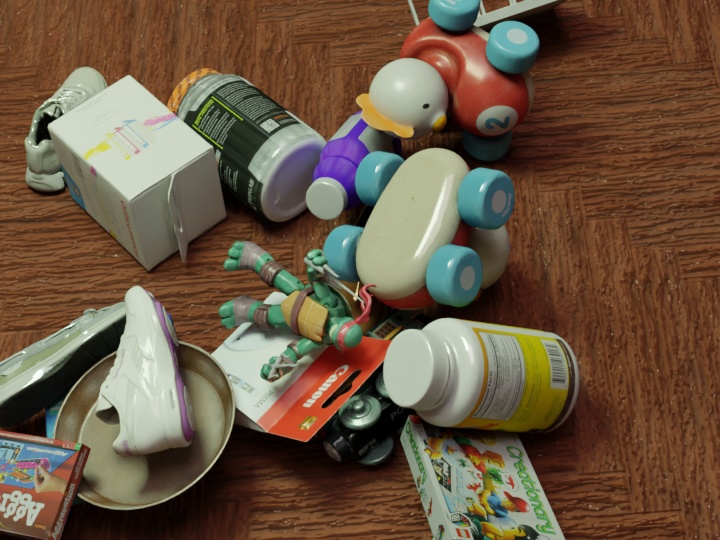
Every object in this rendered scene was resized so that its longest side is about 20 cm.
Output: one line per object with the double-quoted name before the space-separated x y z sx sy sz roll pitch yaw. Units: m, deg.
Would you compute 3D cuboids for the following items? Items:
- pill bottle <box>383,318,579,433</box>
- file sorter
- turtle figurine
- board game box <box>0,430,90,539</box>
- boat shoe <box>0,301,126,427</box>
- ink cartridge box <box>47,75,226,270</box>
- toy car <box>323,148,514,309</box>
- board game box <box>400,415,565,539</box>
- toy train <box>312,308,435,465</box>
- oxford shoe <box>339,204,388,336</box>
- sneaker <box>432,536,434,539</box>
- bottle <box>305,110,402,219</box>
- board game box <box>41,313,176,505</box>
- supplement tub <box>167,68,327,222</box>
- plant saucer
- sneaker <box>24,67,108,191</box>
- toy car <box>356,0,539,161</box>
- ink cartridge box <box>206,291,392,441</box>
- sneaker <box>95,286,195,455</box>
"pill bottle" 0.123 0.108 1.558 0.199 0.110 0.110 9 39 -38
"file sorter" 0.164 -0.378 1.961 0.198 0.139 0.126 -19 95 -10
"turtle figurine" -0.064 0.046 1.597 0.199 0.100 0.151 24 98 40
"board game box" -0.375 0.219 1.580 0.199 0.019 0.104 4 68 33
"boat shoe" -0.323 0.090 1.646 0.201 0.075 0.065 -35 59 -11
"ink cartridge box" -0.258 -0.111 1.825 0.125 0.129 0.200 -36 57 -22
"toy car" 0.099 -0.017 1.681 0.183 0.200 0.178 12 72 42
"board game box" 0.120 0.222 1.501 0.125 0.035 0.200 11 27 -18
"toy train" 0.023 0.123 1.638 0.200 0.086 0.114 -39 44 -21
"oxford shoe" 0.000 0.000 1.744 0.071 0.072 0.201 5 53 8
"sneaker" 0.093 0.333 1.455 0.075 0.077 0.201 -10 50 -3
"bottle" -0.009 -0.122 1.796 0.065 0.084 0.200 -12 22 26
"board game box" -0.267 0.150 1.664 0.151 0.045 0.201 -12 51 -3
"supplement tub" -0.140 -0.158 1.853 0.122 0.123 0.200 -37 57 -23
"plant saucer" -0.222 0.165 1.584 0.198 0.035 0.202 -8 52 10
"sneaker" -0.375 -0.195 1.938 0.074 0.081 0.201 5 50 12
"toy car" 0.087 -0.203 1.801 0.177 0.185 0.200 39 56 20
"ink cartridge box" -0.077 0.100 1.631 0.199 0.047 0.160 8 45 50
"sneaker" -0.233 0.101 1.566 0.099 0.075 0.201 -18 52 1
